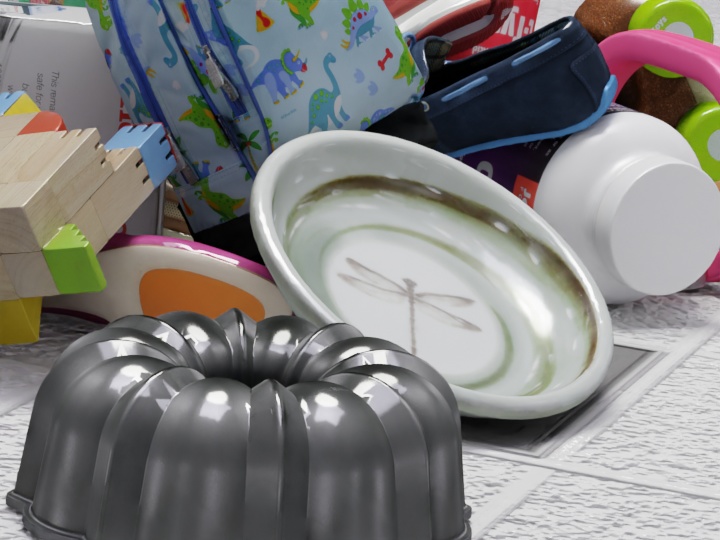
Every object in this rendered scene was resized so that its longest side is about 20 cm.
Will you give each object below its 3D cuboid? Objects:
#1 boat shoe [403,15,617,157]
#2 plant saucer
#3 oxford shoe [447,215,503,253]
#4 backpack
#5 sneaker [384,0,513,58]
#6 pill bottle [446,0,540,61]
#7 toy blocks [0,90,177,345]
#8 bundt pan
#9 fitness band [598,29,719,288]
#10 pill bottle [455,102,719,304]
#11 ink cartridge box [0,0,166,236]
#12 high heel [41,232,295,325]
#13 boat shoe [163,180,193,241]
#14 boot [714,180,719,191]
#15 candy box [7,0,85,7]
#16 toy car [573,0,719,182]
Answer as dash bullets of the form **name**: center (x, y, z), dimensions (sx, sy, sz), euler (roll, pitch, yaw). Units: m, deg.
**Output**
- **boat shoe**: center (0.048, -0.107, 1.655), dimensions (0.200, 0.069, 0.084), euler (-14, 27, 18)
- **plant saucer**: center (0.029, 0.013, 1.437), dimensions (0.200, 0.050, 0.200), euler (21, 34, -15)
- **oxford shoe**: center (0.000, 0.000, 1.579), dimensions (0.200, 0.058, 0.075), euler (-4, 28, 33)
- **backpack**: center (-0.058, -0.121, 1.523), dimensions (0.163, 0.200, 0.154), euler (-32, -4, -36)
- **sneaker**: center (-0.020, -0.164, 1.721), dimensions (0.200, 0.116, 0.078), euler (-20, -22, -18)
- **pill bottle**: center (0.049, -0.135, 1.811), dimensions (0.112, 0.200, 0.112), euler (11, 2, 0)
- **toy blocks**: center (-0.188, -0.040, 1.453), dimensions (0.200, 0.100, 0.137), euler (-4, 30, 30)
- **bundt pan**: center (-0.047, 0.067, 1.222), dimensions (0.201, 0.076, 0.202), euler (5, 14, -1)
- **fitness band**: center (0.185, -0.069, 1.734), dimensions (0.037, 0.144, 0.200), euler (-4, 15, -28)
- **pill bottle**: center (0.125, -0.047, 1.686), dimensions (0.112, 0.113, 0.200), euler (-2, 15, -27)
- **ink cartridge box**: center (-0.207, -0.076, 1.611), dimensions (0.200, 0.147, 0.086), euler (5, 11, -4)
- **high heel**: center (-0.113, 0.003, 1.493), dimensions (0.200, 0.067, 0.096), euler (-3, 19, 24)
- **boat shoe**: center (-0.089, -0.046, 1.690), dimensions (0.200, 0.072, 0.076), euler (5, 13, 0)
- **boot**: center (0.307, -0.029, 1.776), dimensions (0.200, 0.074, 0.155), euler (3, 9, -18)
- **candy box**: center (-0.143, -0.129, 1.809), dimensions (0.077, 0.169, 0.200), euler (-10, 19, -37)
- **toy car**: center (0.147, -0.102, 1.978), dimensions (0.200, 0.158, 0.164), euler (-25, 13, -3)
